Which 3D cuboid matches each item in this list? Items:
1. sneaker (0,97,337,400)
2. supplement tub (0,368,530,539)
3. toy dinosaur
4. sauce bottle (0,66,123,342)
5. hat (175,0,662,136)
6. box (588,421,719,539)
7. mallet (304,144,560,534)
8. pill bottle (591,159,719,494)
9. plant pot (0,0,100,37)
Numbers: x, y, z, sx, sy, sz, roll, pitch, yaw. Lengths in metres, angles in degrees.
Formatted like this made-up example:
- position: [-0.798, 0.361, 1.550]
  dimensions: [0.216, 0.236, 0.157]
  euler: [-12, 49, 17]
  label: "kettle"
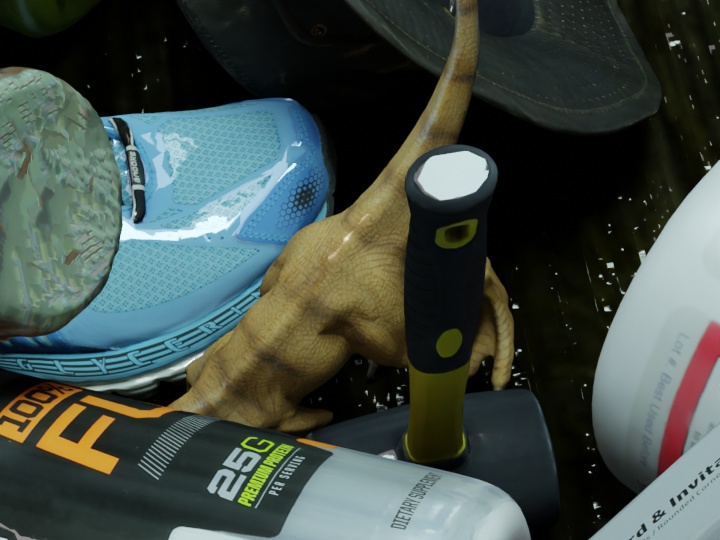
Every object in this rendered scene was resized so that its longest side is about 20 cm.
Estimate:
- position: [-0.103, -0.013, 0.791]
  dimensions: [0.200, 0.090, 0.078]
  euler: [-14, 49, -7]
  label: "sneaker"
- position: [-0.068, 0.089, 0.680]
  dimensions: [0.200, 0.123, 0.123]
  euler: [12, 51, 14]
  label: "supplement tub"
- position: [0.000, 0.000, 0.751]
  dimensions: [0.060, 0.106, 0.200]
  euler: [45, 105, 28]
  label: "toy dinosaur"
- position: [-0.149, -0.010, 0.705]
  dimensions: [0.200, 0.065, 0.065]
  euler: [-4, 43, 38]
  label: "sauce bottle"
- position: [-0.007, -0.092, 0.835]
  dimensions: [0.081, 0.200, 0.201]
  euler: [-43, 45, 25]
  label: "hat"
- position: [0.108, 0.102, 0.586]
  dimensions: [0.200, 0.156, 0.041]
  euler: [-43, 17, 10]
  label: "box"
- position: [0.009, 0.024, 0.685]
  dimensions: [0.066, 0.200, 0.041]
  euler: [-15, 66, 1]
  label: "mallet"
- position: [0.164, 0.053, 0.698]
  dimensions: [0.200, 0.112, 0.112]
  euler: [34, 60, 28]
  label: "pill bottle"
- position: [-0.152, -0.167, 0.879]
  dimensions: [0.193, 0.201, 0.201]
  euler: [25, 55, 10]
  label: "plant pot"
